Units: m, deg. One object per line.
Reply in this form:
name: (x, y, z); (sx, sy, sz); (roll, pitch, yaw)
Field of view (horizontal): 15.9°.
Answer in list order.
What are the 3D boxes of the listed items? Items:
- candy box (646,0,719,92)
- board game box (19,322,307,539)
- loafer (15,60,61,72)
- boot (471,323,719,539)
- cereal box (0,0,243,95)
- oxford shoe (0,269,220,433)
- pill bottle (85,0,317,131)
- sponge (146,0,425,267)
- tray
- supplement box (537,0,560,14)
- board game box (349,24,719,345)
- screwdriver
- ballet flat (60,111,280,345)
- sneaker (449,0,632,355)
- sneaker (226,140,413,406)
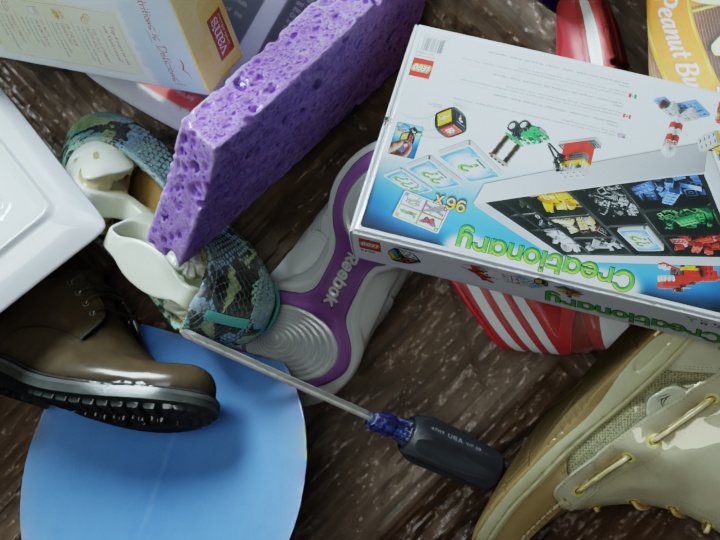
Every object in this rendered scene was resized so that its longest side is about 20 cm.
candy box: (0.216, -0.062, 1.378); (0.115, 0.055, 0.201); (-2, 86, 16)
board game box: (-0.102, 0.119, 1.448); (0.200, 0.039, 0.158); (13, 81, 37)
loafer: (-0.195, -0.216, 1.496); (0.076, 0.067, 0.200); (-11, 100, 18)
boot: (0.167, 0.119, 1.370); (0.155, 0.073, 0.200); (38, 119, -4)
cereal box: (-0.167, -0.169, 1.342); (0.200, 0.144, 0.040); (13, 50, 33)
oxford shoe: (-0.153, 0.040, 1.440); (0.200, 0.073, 0.085); (14, 80, 37)
pill bottle: (-0.062, -0.173, 1.429); (0.116, 0.116, 0.200); (31, 95, 15)
sponge: (-0.033, -0.096, 1.369); (0.030, 0.112, 0.200); (38, 57, 11)
tray: (-0.233, -0.057, 1.438); (0.107, 0.022, 0.200); (-39, 55, -3)
supplement box: (0.140, -0.246, 1.385); (0.200, 0.103, 0.101); (-41, 77, 11)
board game box: (0.107, -0.045, 1.316); (0.200, 0.035, 0.126); (14, 67, 10)
screwdriver: (-0.010, 0.076, 1.396); (0.200, 0.028, 0.029); (20, 72, -19)
ballet flat: (-0.123, -0.029, 1.427); (0.200, 0.074, 0.074); (39, 98, 37)
sneaker: (0.091, -0.051, 1.401); (0.115, 0.078, 0.200); (-5, 84, 14)
sneaker: (0.000, 0.000, 1.428); (0.075, 0.100, 0.200); (42, 121, 6)
